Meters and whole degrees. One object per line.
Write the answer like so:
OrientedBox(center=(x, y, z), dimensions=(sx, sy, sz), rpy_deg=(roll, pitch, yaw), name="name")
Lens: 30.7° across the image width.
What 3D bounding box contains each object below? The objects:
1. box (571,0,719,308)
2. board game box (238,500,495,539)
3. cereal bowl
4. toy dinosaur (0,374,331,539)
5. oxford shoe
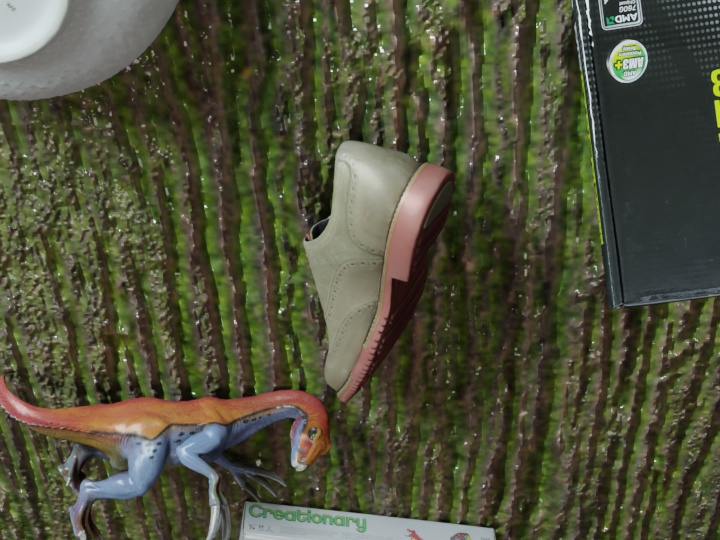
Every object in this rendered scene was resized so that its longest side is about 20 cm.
OrientedBox(center=(0.209, -0.088, 0.648), dimensions=(0.197, 0.197, 0.048), rpy_deg=(-6, 176, 7), name="box")
OrientedBox(center=(-0.002, 0.244, 1.033), dimensions=(0.197, 0.035, 0.127), rpy_deg=(8, 131, -7), name="board game box")
OrientedBox(center=(-0.178, -0.162, 0.633), dimensions=(0.196, 0.084, 0.202), rpy_deg=(-1, 132, -1), name="cereal bowl")
OrientedBox(center=(-0.118, 0.116, 0.888), dimensions=(0.180, 0.105, 0.201), rpy_deg=(-34, 114, 2), name="toy dinosaur")
OrientedBox(center=(0.000, 0.000, 0.806), dimensions=(0.074, 0.071, 0.202), rpy_deg=(28, 133, 11), name="oxford shoe")
